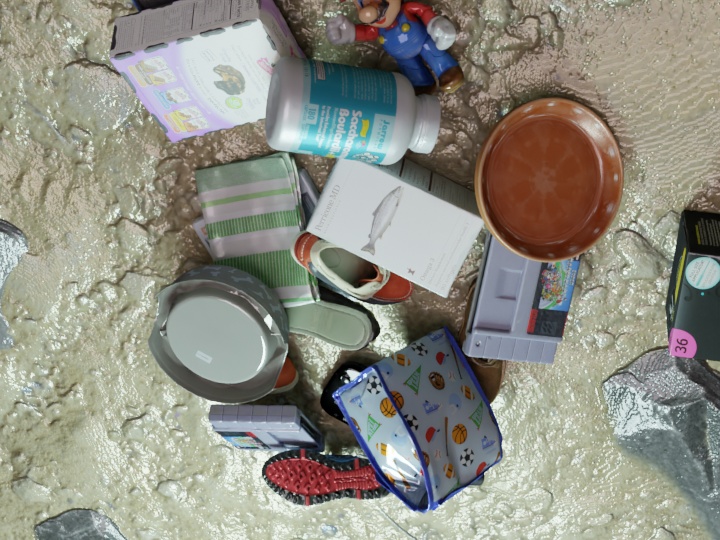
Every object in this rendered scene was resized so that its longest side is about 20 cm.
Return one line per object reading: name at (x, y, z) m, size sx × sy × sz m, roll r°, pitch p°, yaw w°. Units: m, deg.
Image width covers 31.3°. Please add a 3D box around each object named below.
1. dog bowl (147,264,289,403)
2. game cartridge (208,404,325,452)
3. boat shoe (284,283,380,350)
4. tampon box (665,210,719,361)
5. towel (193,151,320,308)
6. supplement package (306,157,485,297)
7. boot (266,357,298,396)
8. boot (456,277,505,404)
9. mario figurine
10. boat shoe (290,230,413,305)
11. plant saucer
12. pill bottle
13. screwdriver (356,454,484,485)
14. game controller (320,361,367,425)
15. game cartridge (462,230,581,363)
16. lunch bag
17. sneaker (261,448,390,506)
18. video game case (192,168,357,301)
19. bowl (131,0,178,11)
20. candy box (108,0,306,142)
dog bowl at (-0.185, 0.081, 1.705) m, size 0.198 × 0.059 × 0.202 m, roll 9°, pitch 125°, yaw 13°
game cartridge at (-0.131, 0.227, 1.817) m, size 0.128 × 0.039 × 0.200 m, roll -4°, pitch 160°, yaw 9°
boat shoe at (-0.067, 0.052, 1.734) m, size 0.200 × 0.060 × 0.072 m, roll 25°, pitch 102°, yaw 19°
tampon box at (0.493, 0.026, 1.610) m, size 0.198 × 0.127 × 0.151 m, roll 6°, pitch 118°, yaw 8°
towel at (-0.138, -0.047, 1.703) m, size 0.151 × 0.023 × 0.202 m, roll -9°, pitch 95°, yaw 23°
supplement package at (0.047, -0.073, 1.638) m, size 0.199 × 0.117 × 0.118 m, roll 25°, pitch 109°, yaw -3°
boot at (-0.173, 0.103, 1.788) m, size 0.198 × 0.075 × 0.108 m, roll 24°, pitch 138°, yaw 0°
boot at (0.162, 0.111, 1.748) m, size 0.073 × 0.076 × 0.202 m, roll 4°, pitch 119°, yaw 6°
mario figurine at (0.036, -0.283, 1.541) m, size 0.123 × 0.106 × 0.200 m, roll -39°, pitch 113°, yaw 0°
boat shoe at (0.000, 0.000, 1.681) m, size 0.199 × 0.062 × 0.072 m, roll 24°, pitch 85°, yaw -36°
plant saucer at (0.232, -0.112, 1.592) m, size 0.198 × 0.032 × 0.203 m, roll -2°, pitch 96°, yaw -18°
pill bottle at (-0.008, -0.187, 1.528) m, size 0.198 × 0.111 × 0.112 m, roll 6°, pitch 120°, yaw -14°
screwdriver at (0.087, 0.280, 1.852) m, size 0.198 × 0.029 × 0.028 m, roll 17°, pitch 144°, yaw -14°
game controller at (0.042, 0.206, 1.839) m, size 0.199 × 0.042 × 0.105 m, roll 28°, pitch 119°, yaw -4°
game cartridge at (0.213, 0.018, 1.653) m, size 0.128 × 0.038 × 0.202 m, roll 7°, pitch 103°, yaw -14°
lunch bag at (0.085, 0.205, 1.715) m, size 0.201 × 0.169 × 0.124 m, roll 58°, pitch 137°, yaw 7°
sneaker at (-0.049, 0.303, 1.861) m, size 0.198 × 0.095 × 0.080 m, roll 7°, pitch 79°, yaw -14°
video game case at (-0.106, -0.018, 1.758) m, size 0.181 × 0.023 × 0.201 m, roll -23°, pitch 111°, yaw 21°
bowl at (-0.199, -0.373, 1.579) m, size 0.198 × 0.039 × 0.202 m, roll 4°, pitch 118°, yaw 8°
candy box at (-0.179, -0.255, 1.581) m, size 0.198 × 0.072 × 0.168 m, roll -11°, pitch 144°, yaw 16°
